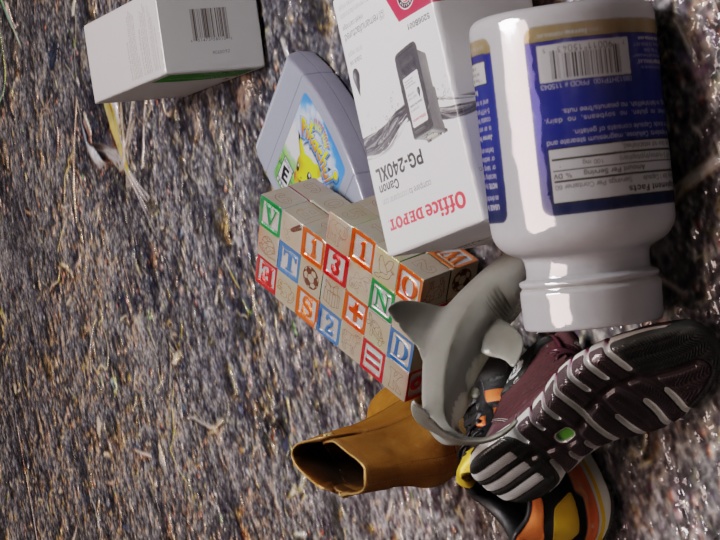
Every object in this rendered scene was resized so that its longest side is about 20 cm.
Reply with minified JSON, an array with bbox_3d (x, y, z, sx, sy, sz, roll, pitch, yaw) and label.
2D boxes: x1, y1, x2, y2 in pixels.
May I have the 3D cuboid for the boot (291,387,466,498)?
[{"bbox_3d":[0.007,0.132,1.385,0.201,0.144,0.071,7,102,62],"label":"boot"}]

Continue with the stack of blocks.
[{"bbox_3d":[0.000,0.000,1.410,0.200,0.058,0.115,36,132,38],"label":"stack of blocks"}]

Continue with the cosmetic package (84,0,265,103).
[{"bbox_3d":[-0.182,-0.218,1.697,0.200,0.107,0.085,-9,90,64],"label":"cosmetic package"}]

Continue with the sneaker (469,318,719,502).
[{"bbox_3d":[0.154,0.064,1.174,0.200,0.076,0.116,-35,23,32],"label":"sneaker"}]

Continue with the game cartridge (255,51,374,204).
[{"bbox_3d":[-0.031,-0.087,1.521,0.200,0.040,0.134,63,142,33],"label":"game cartridge"}]

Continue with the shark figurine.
[{"bbox_3d":[0.055,0.058,1.215,0.128,0.089,0.215,-44,14,40],"label":"shark figurine"}]

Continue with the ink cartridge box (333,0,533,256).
[{"bbox_3d":[0.064,-0.120,1.246,0.145,0.083,0.201,-21,80,62],"label":"ink cartridge box"}]

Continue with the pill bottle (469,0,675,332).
[{"bbox_3d":[0.138,-0.065,1.119,0.120,0.119,0.201,-2,94,62],"label":"pill bottle"}]

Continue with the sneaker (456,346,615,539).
[{"bbox_3d":[0.100,0.120,1.264,0.200,0.090,0.070,58,144,38],"label":"sneaker"}]
